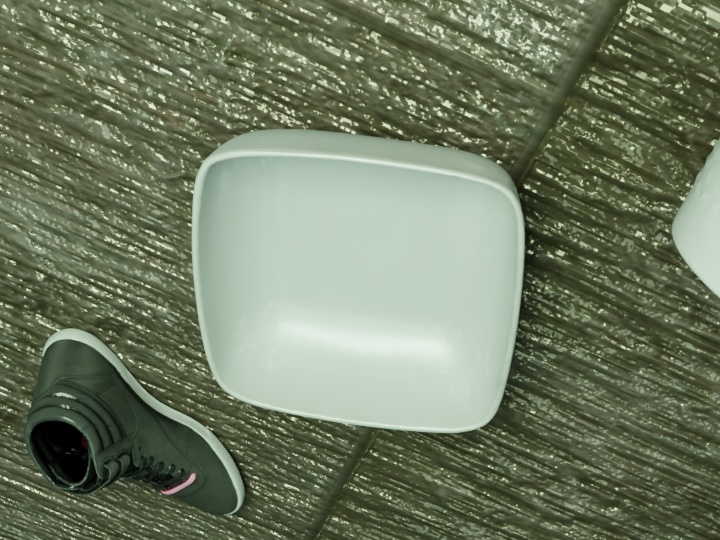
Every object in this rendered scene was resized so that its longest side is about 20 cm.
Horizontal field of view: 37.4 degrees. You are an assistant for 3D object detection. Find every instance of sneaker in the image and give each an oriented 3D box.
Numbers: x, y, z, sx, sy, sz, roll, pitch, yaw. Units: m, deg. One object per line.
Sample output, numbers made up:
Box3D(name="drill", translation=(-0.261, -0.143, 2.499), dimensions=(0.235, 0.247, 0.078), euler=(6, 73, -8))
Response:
Box3D(name="sneaker", translation=(-0.169, 0.142, 0.782), dimensions=(0.070, 0.100, 0.200), euler=(-32, 115, 27))

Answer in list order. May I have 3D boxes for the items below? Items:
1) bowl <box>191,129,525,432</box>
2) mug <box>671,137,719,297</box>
Box3D(name="bowl", translation=(0.000, 0.000, 0.662), dimensions=(0.197, 0.075, 0.201), euler=(6, 126, 6))
Box3D(name="mug", translation=(0.282, -0.060, 0.535), dimensions=(0.198, 0.148, 0.177), euler=(4, 124, -30))
